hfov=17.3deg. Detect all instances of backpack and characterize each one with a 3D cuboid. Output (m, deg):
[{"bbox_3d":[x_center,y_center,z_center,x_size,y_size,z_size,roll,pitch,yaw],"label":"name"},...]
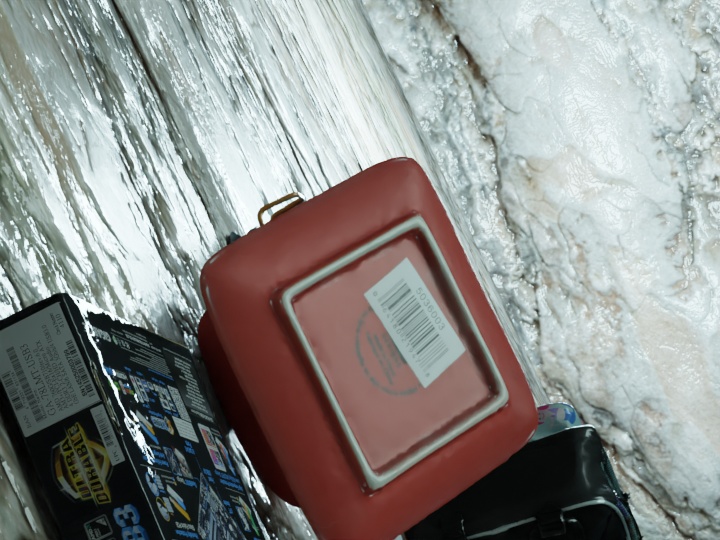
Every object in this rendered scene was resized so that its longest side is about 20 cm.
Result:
[{"bbox_3d":[0.126,0.209,1.796,0.151,0.177,0.200,-99,167,-47],"label":"backpack"}]

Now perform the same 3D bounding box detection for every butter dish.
[{"bbox_3d":[-0.021,0.061,1.449,0.199,0.148,0.200,-30,96,-38],"label":"butter dish"}]

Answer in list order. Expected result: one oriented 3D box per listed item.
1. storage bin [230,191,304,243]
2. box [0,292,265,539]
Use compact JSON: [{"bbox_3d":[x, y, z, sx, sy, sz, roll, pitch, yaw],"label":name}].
[{"bbox_3d":[0.000,0.000,1.758,0.200,0.134,0.146,31,35,-78],"label":"storage bin"},{"bbox_3d":[-0.089,0.120,1.098,0.200,0.050,0.199,37,30,-75],"label":"box"}]
